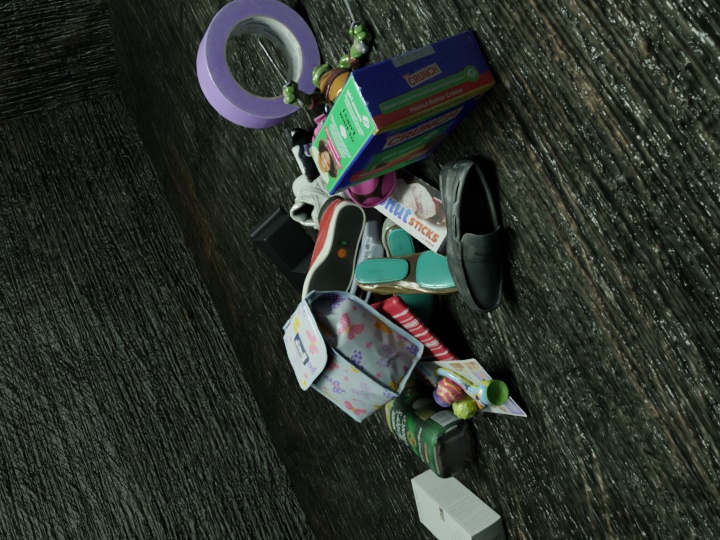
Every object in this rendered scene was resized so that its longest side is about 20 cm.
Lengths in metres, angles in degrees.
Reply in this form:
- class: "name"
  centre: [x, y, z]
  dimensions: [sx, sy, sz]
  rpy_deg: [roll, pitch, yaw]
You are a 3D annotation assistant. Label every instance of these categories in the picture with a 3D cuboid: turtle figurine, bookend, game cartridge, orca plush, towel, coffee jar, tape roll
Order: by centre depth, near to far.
- class: "turtle figurine"
  centre: [-0.040, -0.284, 0.961]
  dimensions: [0.194, 0.143, 0.201]
  rpy_deg: [46, 153, 40]
- class: "towel"
  centre: [0.098, 0.121, 1.063]
  dimensions: [0.200, 0.023, 0.145]
  rpy_deg: [45, 158, -6]
- class: "tape roll"
  centre: [-0.173, -0.351, 1.141]
  dimensions: [0.085, 0.199, 0.202]
  rpy_deg: [-4, 106, 67]
- class: "game cartridge"
  centre: [0.000, 0.000, 1.149]
  dimensions: [0.134, 0.040, 0.201]
  rpy_deg: [-98, 21, -53]
- class: "coffee jar"
  centre: [0.110, 0.269, 1.178]
  dimensions: [0.200, 0.085, 0.105]
  rpy_deg: [31, 137, 58]
- class: "orca plush"
  centre: [-0.089, -0.226, 1.247]
  dimensions: [0.200, 0.071, 0.106]
  rpy_deg: [-118, 3, -71]
- class: "bookend"
  centre: [-0.104, -0.029, 1.315]
  dimensions: [0.200, 0.092, 0.198]
  rpy_deg: [50, 165, -16]

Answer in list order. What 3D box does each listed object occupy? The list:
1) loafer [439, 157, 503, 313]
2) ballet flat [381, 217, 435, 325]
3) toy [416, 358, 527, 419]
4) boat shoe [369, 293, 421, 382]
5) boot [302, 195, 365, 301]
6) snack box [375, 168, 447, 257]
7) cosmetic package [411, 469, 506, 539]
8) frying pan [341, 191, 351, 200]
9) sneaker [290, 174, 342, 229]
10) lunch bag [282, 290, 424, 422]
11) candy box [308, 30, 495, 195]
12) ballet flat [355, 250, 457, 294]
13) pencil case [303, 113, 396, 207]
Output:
- class: "loafer"
  centre: [0.143, -0.040, 0.839]
  dimensions: [0.070, 0.067, 0.203]
  rpy_deg: [-155, 51, -73]
- class: "ballet flat"
  centre: [0.078, 0.000, 1.062]
  dimensions: [0.064, 0.067, 0.202]
  rpy_deg: [-91, -11, -60]
- class: "toy"
  centre: [0.150, 0.188, 1.009]
  dimensions: [0.115, 0.047, 0.200]
  rpy_deg: [46, 156, -8]
- class: "boat shoe"
  centre: [0.054, 0.105, 1.190]
  dimensions: [0.074, 0.066, 0.202]
  rpy_deg: [135, 121, -64]
- class: "boot"
  centre: [-0.057, -0.028, 1.154]
  dimensions: [0.202, 0.072, 0.144]
  rpy_deg: [-70, 19, 6]
- class: "snack box"
  centre: [0.076, -0.094, 0.960]
  dimensions: [0.072, 0.024, 0.200]
  rpy_deg: [-60, 40, 11]
- class: "cosmetic package"
  centre: [0.175, 0.446, 1.203]
  dimensions: [0.200, 0.073, 0.103]
  rpy_deg: [21, 128, 61]
- class: "frying pan"
  centre: [-0.029, -0.160, 1.199]
  dimensions: [0.190, 0.031, 0.116]
  rpy_deg: [-151, 46, -73]
- class: "sneaker"
  centre: [-0.099, -0.135, 1.295]
  dimensions: [0.200, 0.099, 0.079]
  rpy_deg: [36, 142, 54]
- class: "lunch bag"
  centre: [-0.029, 0.131, 1.058]
  dimensions: [0.199, 0.127, 0.170]
  rpy_deg: [38, 147, -2]
- class: "candy box"
  centre: [0.043, -0.184, 0.813]
  dimensions: [0.078, 0.168, 0.200]
  rpy_deg: [62, 158, 7]
- class: "ballet flat"
  centre: [0.088, 0.011, 0.981]
  dimensions: [0.072, 0.198, 0.068]
  rpy_deg: [38, -126, -52]
- class: "pencil case"
  centre: [-0.017, -0.169, 1.008]
  dimensions: [0.094, 0.090, 0.200]
  rpy_deg: [66, 172, -32]
